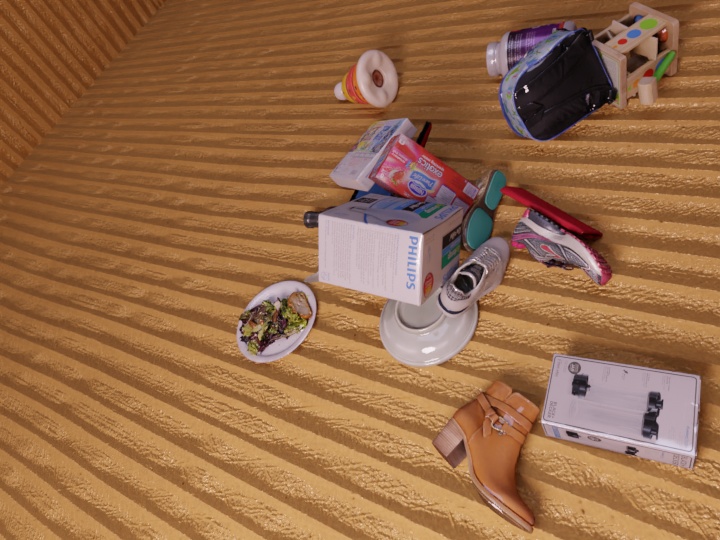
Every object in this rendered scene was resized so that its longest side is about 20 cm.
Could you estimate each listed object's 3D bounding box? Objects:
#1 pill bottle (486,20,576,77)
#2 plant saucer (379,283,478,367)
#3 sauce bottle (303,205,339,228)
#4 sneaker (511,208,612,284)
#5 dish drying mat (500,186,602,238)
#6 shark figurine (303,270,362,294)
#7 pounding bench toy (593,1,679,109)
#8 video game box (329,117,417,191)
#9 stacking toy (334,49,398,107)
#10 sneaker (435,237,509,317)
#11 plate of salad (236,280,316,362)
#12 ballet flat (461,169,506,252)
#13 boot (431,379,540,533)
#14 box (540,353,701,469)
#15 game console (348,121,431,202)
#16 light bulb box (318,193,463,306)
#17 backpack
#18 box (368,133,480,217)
[{"bbox_3d":[0.401,-0.508,1.277,0.197,0.113,0.114,3,57,29],"label":"pill bottle"},{"bbox_3d":[0.120,0.079,1.024,0.197,0.050,0.203,-14,50,18],"label":"plant saucer"},{"bbox_3d":[-0.042,-0.119,1.251,0.197,0.065,0.066,5,58,30],"label":"sauce bottle"},{"bbox_3d":[0.358,-0.032,0.972,0.200,0.080,0.075,45,110,44],"label":"sneaker"},{"bbox_3d":[0.358,-0.111,1.035,0.200,0.076,0.018,44,121,42],"label":"dish drying mat"},{"bbox_3d":[-0.002,0.013,1.106,0.128,0.213,0.090,44,125,21],"label":"shark figurine"},{"bbox_3d":[0.579,-0.429,1.113,0.155,0.125,0.201,-32,47,2],"label":"pounding bench toy"},{"bbox_3d":[0.025,-0.274,1.285,0.183,0.047,0.200,-52,24,-3],"label":"video game box"},{"bbox_3d":[-0.003,-0.511,1.515,0.198,0.146,0.147,1,53,52],"label":"stacking toy"},{"bbox_3d":[0.216,0.000,0.983,0.076,0.081,0.200,35,60,17],"label":"sneaker"},{"bbox_3d":[-0.187,0.102,1.174,0.197,0.048,0.203,-14,51,18],"label":"plate of salad"},{"bbox_3d":[0.240,-0.117,1.111,0.065,0.070,0.202,-12,43,55],"label":"ballet flat"},{"bbox_3d":[0.221,0.270,0.819,0.155,0.077,0.200,-40,40,-10],"label":"boot"},{"bbox_3d":[0.374,0.199,0.788,0.197,0.060,0.118,4,58,31],"label":"box"},{"bbox_3d":[0.065,-0.240,1.251,0.117,0.173,0.202,23,65,3],"label":"game console"},{"bbox_3d":[0.057,-0.047,0.971,0.197,0.127,0.198,12,24,26],"label":"light bulb box"},{"bbox_3d":[0.393,-0.378,1.144,0.199,0.184,0.147,-37,24,2],"label":"backpack"},{"bbox_3d":[0.125,-0.174,1.093,0.101,0.198,0.095,-58,12,1],"label":"box"}]
